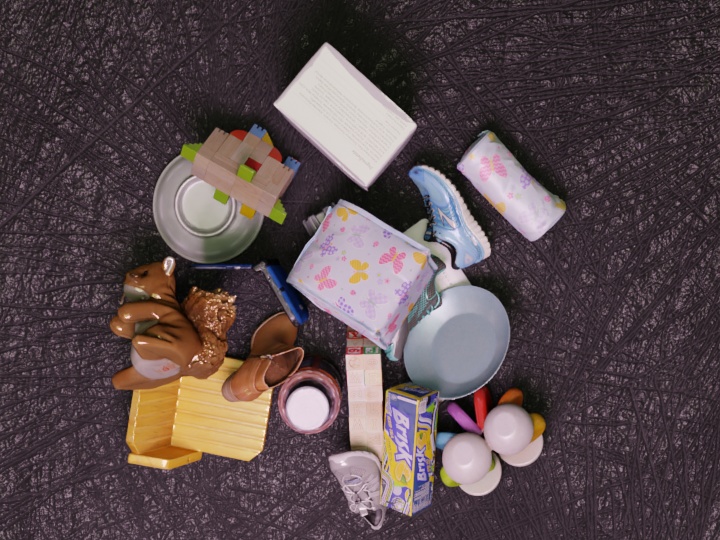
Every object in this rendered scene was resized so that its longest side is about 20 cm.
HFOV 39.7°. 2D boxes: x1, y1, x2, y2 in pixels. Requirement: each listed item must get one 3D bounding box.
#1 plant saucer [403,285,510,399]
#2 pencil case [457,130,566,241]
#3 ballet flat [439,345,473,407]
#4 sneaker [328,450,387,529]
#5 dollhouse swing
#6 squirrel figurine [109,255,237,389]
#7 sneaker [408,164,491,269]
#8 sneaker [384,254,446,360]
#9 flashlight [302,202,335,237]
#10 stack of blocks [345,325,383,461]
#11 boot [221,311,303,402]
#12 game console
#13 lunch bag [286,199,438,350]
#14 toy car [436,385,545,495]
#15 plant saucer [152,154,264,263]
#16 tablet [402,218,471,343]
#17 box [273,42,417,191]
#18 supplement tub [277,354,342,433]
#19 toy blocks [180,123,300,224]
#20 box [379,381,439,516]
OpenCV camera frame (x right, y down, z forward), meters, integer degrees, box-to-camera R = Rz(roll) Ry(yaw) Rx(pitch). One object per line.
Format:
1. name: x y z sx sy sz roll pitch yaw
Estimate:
1. plant saucer: 0.167 0.125 1.675 0.198 0.039 0.204 -17 56 27
2. pencil case: 0.256 -0.143 1.689 0.200 0.083 0.091 43 87 -2
3. ballet flat: 0.175 0.169 1.714 0.199 0.073 0.073 -41 92 2
4. sneaker: 0.007 0.365 1.664 0.074 0.201 0.083 -14 50 20
5. dollhouse swing: -0.265 0.234 1.682 0.173 0.181 0.204 11 93 20
6. squirrel figurine: -0.301 0.077 1.602 0.197 0.142 0.189 4 53 -20
7. sneaker: 0.138 -0.089 1.691 0.089 0.078 0.201 -34 92 -4
8. sneaker: 0.094 0.058 1.684 0.090 0.078 0.203 16 81 -11
9. flashlight: -0.025 -0.014 1.712 0.067 0.068 0.202 -34 98 -34
10. stack of blocks: 0.009 0.207 1.694 0.057 0.115 0.203 -2 111 1
11. boot: -0.135 0.137 1.645 0.074 0.154 0.201 43 58 -15
12. game console: -0.178 0.037 1.644 0.117 0.200 0.172 -31 90 2
13. lunch bag: 0.000 0.000 1.615 0.198 0.127 0.171 30 81 18
14. toy car: 0.206 0.276 1.684 0.199 0.175 0.151 -35 63 3
15. plant saucer: -0.264 -0.112 1.714 0.196 0.050 0.204 0 93 1
16. tablet: 0.117 0.027 1.735 0.129 0.014 0.201 -34 92 3
17. box: -0.022 -0.244 1.629 0.200 0.199 0.131 41 92 -2
18. supplement tub: -0.083 0.206 1.653 0.105 0.200 0.109 0 95 0
19. toy blocks: -0.186 -0.183 1.675 0.198 0.138 0.100 29 137 -1
20. box: 0.080 0.292 1.645 0.069 0.064 0.204 12 105 37
